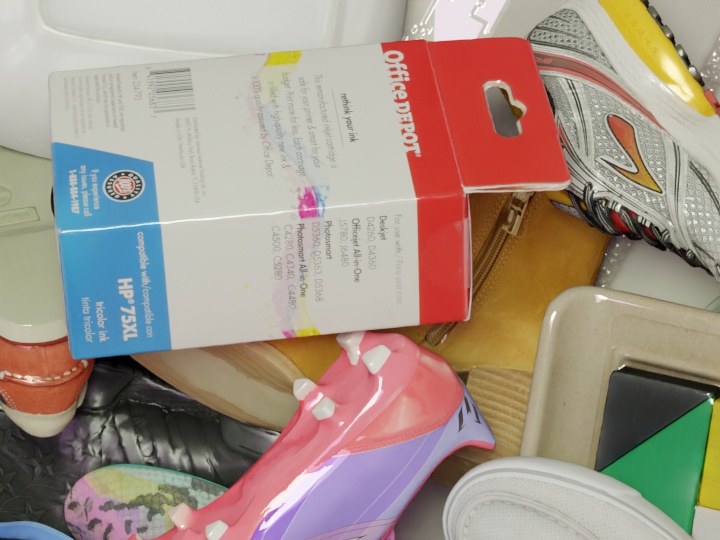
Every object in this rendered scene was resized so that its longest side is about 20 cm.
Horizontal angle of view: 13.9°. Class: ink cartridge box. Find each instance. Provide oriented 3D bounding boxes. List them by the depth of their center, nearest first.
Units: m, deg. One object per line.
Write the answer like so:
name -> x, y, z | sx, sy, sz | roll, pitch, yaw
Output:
ink cartridge box -> -0.022, -0.032, 1.182 | 0.200, 0.116, 0.067 | -5, 127, -4

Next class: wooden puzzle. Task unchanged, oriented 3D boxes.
wooden puzzle -> 0.155, 0.114, 1.160 | 0.200, 0.037, 0.185 | 12, 101, 15

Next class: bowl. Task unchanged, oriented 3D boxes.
bowl -> -0.073, -0.143, 1.265 | 0.200, 0.075, 0.200 | 7, 76, -7

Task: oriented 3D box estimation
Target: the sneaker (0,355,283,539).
sneaker -> -0.099, 0.093, 1.289 | 0.200, 0.060, 0.104 | 20, 100, 6

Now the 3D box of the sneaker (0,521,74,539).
sneaker -> -0.180, 0.141, 1.243 | 0.200, 0.070, 0.078 | 18, 48, 26

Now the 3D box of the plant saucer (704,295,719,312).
plant saucer -> 0.210, 0.071, 1.208 | 0.200, 0.050, 0.200 | -5, 64, 10

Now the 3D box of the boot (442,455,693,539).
boot -> 0.106, 0.142, 1.115 | 0.200, 0.096, 0.074 | 32, 108, 16

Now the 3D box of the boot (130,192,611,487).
boot -> 0.001, 0.000, 1.250 | 0.201, 0.071, 0.144 | 22, 63, -8

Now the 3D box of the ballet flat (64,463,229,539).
ballet flat -> -0.034, 0.144, 1.233 | 0.200, 0.071, 0.069 | 26, 126, -9

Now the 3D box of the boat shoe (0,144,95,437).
boat shoe -> -0.151, -0.012, 1.271 | 0.071, 0.063, 0.200 | -10, 39, -11

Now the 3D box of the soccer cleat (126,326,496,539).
soccer cleat -> -0.033, 0.110, 1.171 | 0.200, 0.067, 0.076 | -47, 113, -1

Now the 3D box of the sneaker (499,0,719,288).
sneaker -> 0.125, -0.033, 1.233 | 0.082, 0.078, 0.200 | -34, 53, 3
